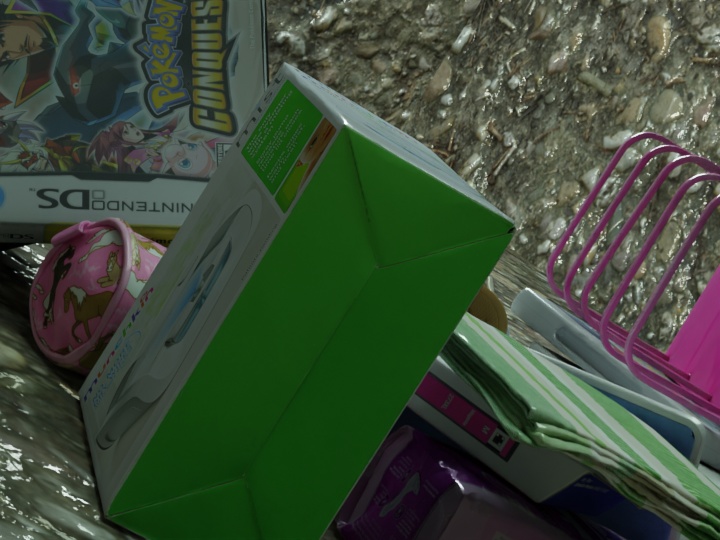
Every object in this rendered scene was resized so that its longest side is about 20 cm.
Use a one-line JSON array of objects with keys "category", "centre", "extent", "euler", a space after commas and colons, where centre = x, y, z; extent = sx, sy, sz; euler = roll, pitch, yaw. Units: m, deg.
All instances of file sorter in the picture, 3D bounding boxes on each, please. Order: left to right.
[{"category": "file sorter", "centre": [0.214, 0.006, 1.325], "extent": [0.125, 0.139, 0.200], "euler": [29, 7, -15]}]

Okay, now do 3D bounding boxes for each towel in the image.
[{"category": "towel", "centre": [0.110, 0.078, 1.040], "extent": [0.200, 0.023, 0.153], "euler": [30, 10, -37]}]

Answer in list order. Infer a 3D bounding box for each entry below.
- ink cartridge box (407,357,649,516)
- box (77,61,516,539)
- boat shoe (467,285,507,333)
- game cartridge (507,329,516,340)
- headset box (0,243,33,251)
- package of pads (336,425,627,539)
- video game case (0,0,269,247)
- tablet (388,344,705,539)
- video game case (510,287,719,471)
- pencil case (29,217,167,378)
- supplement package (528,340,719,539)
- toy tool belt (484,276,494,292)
[{"category": "ink cartridge box", "centre": [0.077, 0.083, 1.114], "extent": [0.200, 0.037, 0.095], "euler": [33, 5, 26]}, {"category": "box", "centre": [-0.035, 0.022, 0.970], "extent": [0.097, 0.200, 0.176], "euler": [30, 8, -18]}, {"category": "boat shoe", "centre": [0.000, 0.000, 1.350], "extent": [0.200, 0.071, 0.069], "euler": [39, -23, -16]}, {"category": "game cartridge", "centre": [0.009, 0.039, 1.514], "extent": [0.133, 0.041, 0.200], "euler": [1, -13, 34]}, {"category": "headset box", "centre": [-0.177, -0.095, 1.274], "extent": [0.174, 0.093, 0.200], "euler": [-14, 25, -16]}, {"category": "package of pads", "centre": [0.094, 0.163, 1.089], "extent": [0.200, 0.076, 0.121], "euler": [30, 4, -21]}, {"category": "video game case", "centre": [-0.141, -0.106, 1.170], "extent": [0.180, 0.200, 0.026], "euler": [1, -26, -10]}, {"category": "tablet", "centre": [0.094, 0.103, 1.200], "extent": [0.200, 0.130, 0.014], "euler": [22, 31, 22]}, {"category": "video game case", "centre": [0.212, 0.092, 1.373], "extent": [0.200, 0.023, 0.182], "euler": [30, 8, -42]}, {"category": "pencil case", "centre": [-0.084, 0.039, 1.137], "extent": [0.200, 0.083, 0.087], "euler": [26, 10, -41]}, {"category": "supplement package", "centre": [0.163, 0.152, 1.309], "extent": [0.117, 0.117, 0.200], "euler": [29, 7, -35]}, {"category": "toy tool belt", "centre": [0.061, 0.035, 1.698], "extent": [0.200, 0.125, 0.123], "euler": [31, 15, -18]}]
